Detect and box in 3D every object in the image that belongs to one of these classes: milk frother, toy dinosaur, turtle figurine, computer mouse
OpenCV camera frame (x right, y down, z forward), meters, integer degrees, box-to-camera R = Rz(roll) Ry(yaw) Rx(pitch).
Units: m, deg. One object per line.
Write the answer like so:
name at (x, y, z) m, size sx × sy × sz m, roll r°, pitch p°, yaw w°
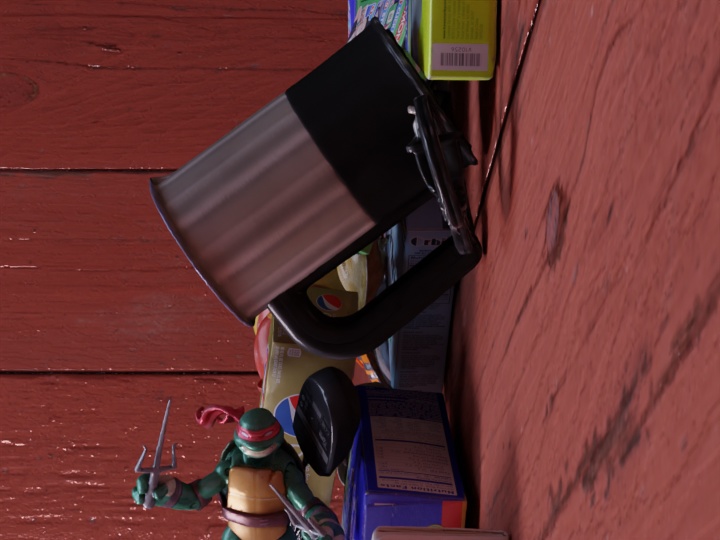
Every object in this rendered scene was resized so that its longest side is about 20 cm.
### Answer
milk frother at (-0.021, -0.045, 1.123) m, size 0.181 × 0.188 × 0.200 m, roll 55°, pitch -175°, yaw 12°
toy dinosaur at (0.000, 0.000, 1.380) m, size 0.101 × 0.058 × 0.201 m, roll -100°, pitch 9°, yaw -53°
turtle figurine at (-0.073, 0.171, 1.255) m, size 0.101 × 0.149 × 0.201 m, roll -50°, pitch -38°, yaw -56°
computer mouse at (-0.029, 0.139, 1.293) m, size 0.059 × 0.034 × 0.201 m, roll 59°, pitch 150°, yaw 31°

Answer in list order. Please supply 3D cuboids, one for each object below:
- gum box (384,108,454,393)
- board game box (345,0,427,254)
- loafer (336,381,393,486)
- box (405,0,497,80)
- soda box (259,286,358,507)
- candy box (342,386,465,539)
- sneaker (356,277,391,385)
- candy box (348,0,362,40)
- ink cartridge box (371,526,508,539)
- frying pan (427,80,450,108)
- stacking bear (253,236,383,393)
gum box at (0.046, -0.025, 1.443) m, size 0.201 × 0.044 × 0.171 m, roll 94°, pitch 175°, yaw -48°
board game box at (0.003, -0.111, 1.331) m, size 0.134 × 0.029 × 0.201 m, roll 4°, pitch 74°, yaw 69°
loafer at (0.015, 0.157, 1.487) m, size 0.200 × 0.069 × 0.070 m, roll 65°, pitch -162°, yaw -49°
box at (0.058, -0.197, 1.179) m, size 0.200 × 0.047 × 0.123 m, roll -105°, pitch 15°, yaw -77°
soda box at (-0.045, 0.109, 1.351) m, size 0.068 × 0.064 × 0.201 m, roll -89°, pitch 7°, yaw -50°
candy box at (0.028, 0.200, 1.310) m, size 0.200 × 0.076 × 0.170 m, roll -95°, pitch 9°, yaw -72°
sneaker at (-0.001, 0.070, 1.592) m, size 0.078 × 0.112 × 0.200 m, roll 57°, pitch -166°, yaw -15°
candy box at (0.027, -0.257, 1.534) m, size 0.169 × 0.076 × 0.202 m, roll -95°, pitch 4°, yaw -74°
ink cartridge box at (0.042, 0.255, 1.089) m, size 0.200 × 0.083 × 0.145 m, roll 95°, pitch 175°, yaw -64°
frying pan at (0.056, -0.161, 1.347) m, size 0.190 × 0.031 × 0.116 m, roll -116°, pitch 32°, yaw -49°
stacking bear at (-0.042, 0.035, 1.464) m, size 0.200 × 0.121 × 0.114 m, roll -82°, pitch -19°, yaw -62°
